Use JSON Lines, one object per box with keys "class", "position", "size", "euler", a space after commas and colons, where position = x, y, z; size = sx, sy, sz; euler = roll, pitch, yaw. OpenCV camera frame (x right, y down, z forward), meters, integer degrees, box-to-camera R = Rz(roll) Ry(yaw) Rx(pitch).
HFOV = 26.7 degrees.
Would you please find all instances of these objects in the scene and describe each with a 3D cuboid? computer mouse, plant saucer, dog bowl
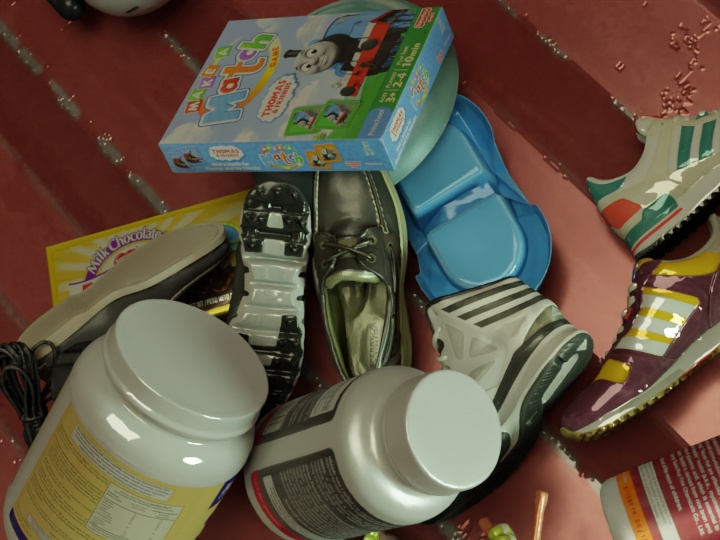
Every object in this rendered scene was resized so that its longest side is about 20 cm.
{"class": "computer mouse", "position": [-0.186, 0.102, 1.217], "size": [0.198, 0.139, 0.053], "euler": [-16, 27, 0]}
{"class": "plant saucer", "position": [-0.017, -0.145, 1.239], "size": [0.199, 0.027, 0.202], "euler": [-13, 60, 22]}
{"class": "dog bowl", "position": [0.080, -0.047, 1.211], "size": [0.111, 0.050, 0.201], "euler": [-31, 67, 6]}

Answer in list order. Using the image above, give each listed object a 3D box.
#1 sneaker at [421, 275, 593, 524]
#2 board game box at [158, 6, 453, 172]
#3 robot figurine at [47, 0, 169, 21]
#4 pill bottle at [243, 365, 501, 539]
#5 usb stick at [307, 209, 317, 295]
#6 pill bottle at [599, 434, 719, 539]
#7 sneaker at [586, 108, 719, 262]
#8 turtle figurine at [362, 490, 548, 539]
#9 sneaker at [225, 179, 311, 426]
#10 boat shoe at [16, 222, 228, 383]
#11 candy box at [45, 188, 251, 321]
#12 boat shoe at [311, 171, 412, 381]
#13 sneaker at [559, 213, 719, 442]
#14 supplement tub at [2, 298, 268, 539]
{"class": "sneaker", "position": [0.080, 0.089, 1.142], "size": [0.115, 0.075, 0.201], "euler": [47, 115, 29]}
{"class": "board game box", "position": [-0.042, -0.141, 1.188], "size": [0.198, 0.037, 0.152], "euler": [0, 48, 28]}
{"class": "robot figurine", "position": [-0.233, -0.315, 1.345], "size": [0.124, 0.151, 0.200], "euler": [-29, 64, -25]}
{"class": "pill bottle", "position": [0.008, 0.130, 1.085], "size": [0.200, 0.110, 0.112], "euler": [-25, 61, 53]}
{"class": "usb stick", "position": [-0.034, -0.034, 1.251], "size": [0.055, 0.033, 0.201], "euler": [-30, 68, 6]}
{"class": "pill bottle", "position": [0.276, 0.165, 1.053], "size": [0.199, 0.113, 0.114], "euler": [-23, 69, 10]}
{"class": "sneaker", "position": [0.260, -0.101, 1.159], "size": [0.200, 0.070, 0.094], "euler": [-43, 73, 4]}
{"class": "turtle figurine", "position": [0.077, 0.237, 1.113], "size": [0.160, 0.064, 0.202], "euler": [12, 109, 26]}
{"class": "sneaker", "position": [-0.073, 0.027, 1.199], "size": [0.066, 0.091, 0.202], "euler": [8, 96, -1]}
{"class": "boat shoe", "position": [-0.186, 0.031, 1.250], "size": [0.199, 0.063, 0.073], "euler": [-32, 26, 2]}
{"class": "candy box", "position": [-0.169, 0.004, 1.285], "size": [0.198, 0.026, 0.103], "euler": [-15, 70, 12]}
{"class": "boat shoe", "position": [-0.001, 0.001, 1.164], "size": [0.071, 0.066, 0.203], "euler": [-7, 96, 14]}
{"class": "sneaker", "position": [0.214, 0.044, 1.126], "size": [0.199, 0.075, 0.090], "euler": [-36, 78, -5]}
{"class": "supplement tub", "position": [-0.166, 0.136, 1.126], "size": [0.145, 0.145, 0.201], "euler": [46, 121, 23]}
